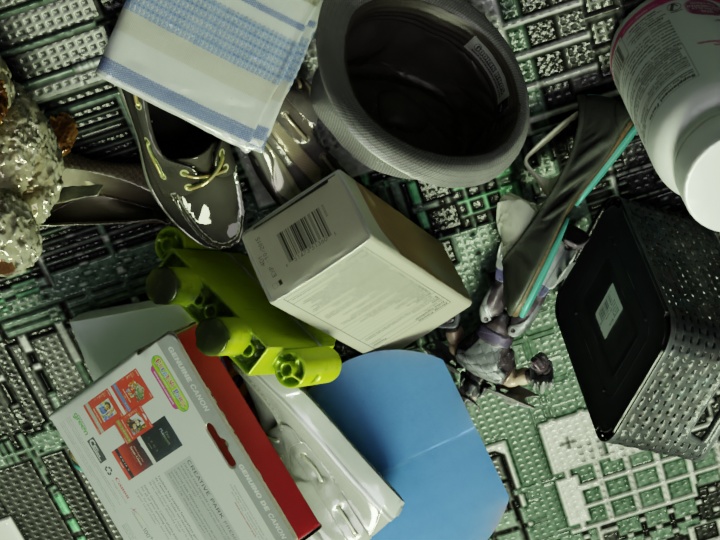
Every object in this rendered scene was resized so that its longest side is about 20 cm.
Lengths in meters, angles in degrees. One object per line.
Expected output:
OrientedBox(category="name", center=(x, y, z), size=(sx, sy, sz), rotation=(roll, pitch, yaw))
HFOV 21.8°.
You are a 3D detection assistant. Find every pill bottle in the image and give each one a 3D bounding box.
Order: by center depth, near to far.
OrientedBox(category="pill bottle", center=(0.272, -0.125, 1.462), size=(0.113, 0.200, 0.114), rotation=(-5, 128, -6))

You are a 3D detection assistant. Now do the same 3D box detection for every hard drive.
OrientedBox(category="hard drive", center=(-0.160, 0.122, 1.607), size=(0.131, 0.025, 0.201), rotation=(-10, 108, 33))

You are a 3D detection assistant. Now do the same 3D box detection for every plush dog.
OrientedBox(category="plush dog", center=(-0.295, -0.116, 1.411), size=(0.160, 0.200, 0.172), rotation=(-43, 140, -23))

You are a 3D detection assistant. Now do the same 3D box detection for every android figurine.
OrientedBox(category="android figurine", center=(-0.091, 0.032, 1.540), size=(0.041, 0.182, 0.200), rotation=(-53, 157, 17))

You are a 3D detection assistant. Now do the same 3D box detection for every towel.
OrientedBox(category="towel", center=(-0.098, -0.204, 1.400), size=(0.146, 0.024, 0.201), rotation=(24, 92, -24))

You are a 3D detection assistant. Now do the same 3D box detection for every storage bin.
OrientedBox(category="storage bin", center=(0.249, 0.048, 1.590), size=(0.093, 0.200, 0.136), rotation=(12, 124, -20))

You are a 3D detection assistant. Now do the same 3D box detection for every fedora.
OrientedBox(category="fedora", center=(0.032, -0.137, 1.460), size=(0.199, 0.178, 0.090), rotation=(12, 154, -27))

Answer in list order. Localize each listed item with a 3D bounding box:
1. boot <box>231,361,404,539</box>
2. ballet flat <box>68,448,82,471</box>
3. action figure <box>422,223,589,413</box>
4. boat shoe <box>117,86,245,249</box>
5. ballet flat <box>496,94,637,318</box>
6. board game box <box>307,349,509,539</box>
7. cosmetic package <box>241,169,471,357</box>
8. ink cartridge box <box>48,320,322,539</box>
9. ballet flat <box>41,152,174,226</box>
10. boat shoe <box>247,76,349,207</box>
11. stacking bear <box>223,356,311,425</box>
OrientedBox(category="boot", center=(-0.061, 0.156, 1.562), size=(0.096, 0.074, 0.200), rotation=(-42, 92, -2))
OrientedBox(category="ballet flat", center=(-0.164, 0.169, 1.702), size=(0.199, 0.071, 0.071), rotation=(16, 123, -21))
OrientedBox(category="action figure", center=(0.124, 0.042, 1.640), size=(0.130, 0.069, 0.201), rotation=(24, 113, 3))
OrientedBox(category="boat shoe", center=(-0.139, -0.099, 1.468), size=(0.072, 0.061, 0.202), rotation=(-29, 115, -12))
OrientedBox(category="ballet flat", center=(0.155, -0.059, 1.546), size=(0.068, 0.068, 0.201), rotation=(31, 82, 6))
OrientedBox(category="board game box", center=(0.029, 0.168, 1.617), size=(0.157, 0.039, 0.201), rotation=(-26, 92, 4))
OrientedBox(category="cosmetic package", center=(0.000, 0.000, 1.543), size=(0.105, 0.071, 0.200), rotation=(-32, 152, 13))
OrientedBox(category="ink cartridge box", center=(-0.130, 0.155, 1.518), size=(0.175, 0.084, 0.201), rotation=(-34, 86, 39))
OrientedBox(category="ballet flat", center=(-0.221, -0.060, 1.524), size=(0.199, 0.046, 0.068), rotation=(1, 127, -11))
OrientedBox(category="boat shoe", center=(-0.070, -0.129, 1.492), size=(0.073, 0.075, 0.200), rotation=(-34, 128, -6))
OrientedBox(category="stacking bear", center=(-0.082, 0.133, 1.660), size=(0.200, 0.114, 0.122), rotation=(45, 80, -22))
